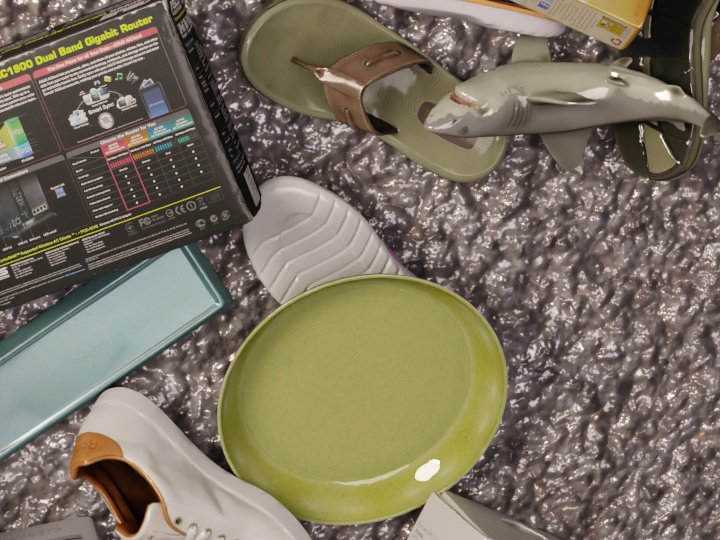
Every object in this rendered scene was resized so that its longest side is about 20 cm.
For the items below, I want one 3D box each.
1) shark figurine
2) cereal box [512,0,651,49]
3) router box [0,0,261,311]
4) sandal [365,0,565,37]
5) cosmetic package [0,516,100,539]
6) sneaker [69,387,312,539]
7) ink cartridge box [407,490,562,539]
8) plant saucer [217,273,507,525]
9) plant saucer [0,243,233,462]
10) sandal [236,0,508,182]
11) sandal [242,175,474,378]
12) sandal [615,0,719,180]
[{"bbox_3d":[0.160,-0.093,1.415,0.212,0.128,0.090,9,126,17],"label":"shark figurine"},{"bbox_3d":[0.104,-0.244,1.371,0.198,0.040,0.145,23,65,-7],"label":"cereal box"},{"bbox_3d":[-0.180,-0.075,1.352,0.198,0.062,0.151,-19,106,10],"label":"router box"},{"bbox_3d":[0.042,-0.198,1.401,0.205,0.079,0.060,8,99,-23],"label":"sandal"},{"bbox_3d":[-0.230,0.290,1.390,0.163,0.165,0.202,-10,102,-10],"label":"cosmetic package"},{"bbox_3d":[-0.113,0.172,1.425,0.200,0.085,0.073,39,132,-10],"label":"sneaker"},{"bbox_3d":[0.076,0.274,1.485,0.146,0.083,0.201,24,96,-29],"label":"ink cartridge box"},{"bbox_3d":[0.000,0.082,1.444,0.198,0.031,0.202,-7,122,-10],"label":"plant saucer"},{"bbox_3d":[-0.182,0.051,1.428,0.199,0.019,0.070,-34,106,-3],"label":"plant saucer"},{"bbox_3d":[0.015,-0.121,1.415,0.200,0.057,0.080,23,96,-16],"label":"sandal"},{"bbox_3d":[-0.006,0.005,1.445,0.082,0.050,0.202,-41,119,14],"label":"sandal"},{"bbox_3d":[0.214,-0.163,1.447,0.057,0.079,0.203,-2,103,-51],"label":"sandal"}]
